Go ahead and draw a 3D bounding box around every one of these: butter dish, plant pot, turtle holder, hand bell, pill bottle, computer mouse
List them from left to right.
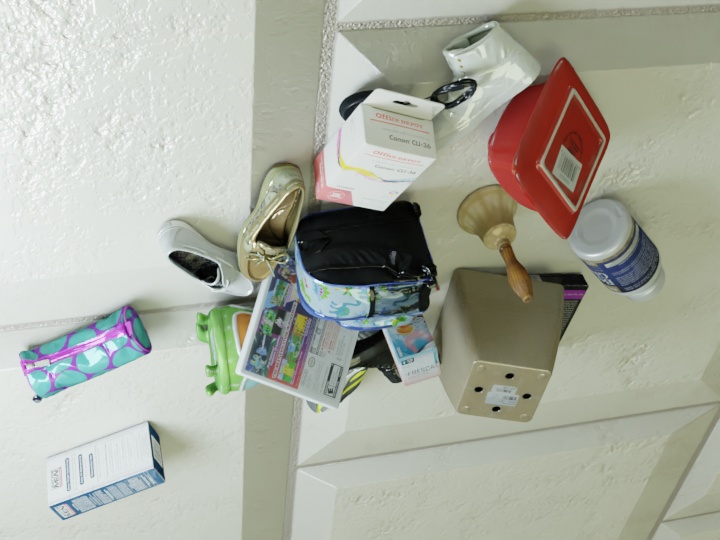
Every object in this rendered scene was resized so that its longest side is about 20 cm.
[{"bbox_3d":[-0.192,0.137,1.645,0.130,0.142,0.187,-9,135,-13],"label":"turtle holder"},{"bbox_3d":[0.064,-0.239,1.395,0.197,0.034,0.059,-8,148,16],"label":"computer mouse"},{"bbox_3d":[0.237,0.142,1.742,0.197,0.178,0.202,8,132,-6],"label":"plant pot"},{"bbox_3d":[0.229,-0.029,1.582,0.103,0.201,0.105,-10,137,-10],"label":"hand bell"},{"bbox_3d":[0.252,-0.179,1.489,0.200,0.147,0.201,42,68,-45],"label":"butter dish"},{"bbox_3d":[0.442,-0.026,1.727,0.111,0.112,0.200,-35,135,17],"label":"pill bottle"}]

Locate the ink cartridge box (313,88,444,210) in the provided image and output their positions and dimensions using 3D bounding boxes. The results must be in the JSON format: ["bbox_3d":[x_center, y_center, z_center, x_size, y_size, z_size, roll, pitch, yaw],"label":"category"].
[{"bbox_3d":[0.027,-0.165,1.421,0.115,0.068,0.200,8,152,-26],"label":"ink cartridge box"}]

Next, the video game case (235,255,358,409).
[{"bbox_3d":[-0.088,0.095,1.601,0.181,0.202,0.023,24,163,-26],"label":"video game case"}]

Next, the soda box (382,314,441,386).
[{"bbox_3d":[0.066,0.083,1.609,0.063,0.201,0.069,-17,133,-4],"label":"soda box"}]

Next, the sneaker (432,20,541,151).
[{"bbox_3d":[0.138,-0.262,1.417,0.199,0.074,0.115,-38,120,24],"label":"sneaker"}]

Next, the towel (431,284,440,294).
[{"bbox_3d":[0.023,0.025,1.697,0.198,0.023,0.145,-25,135,3],"label":"towel"}]

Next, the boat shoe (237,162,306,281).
[{"bbox_3d":[-0.131,-0.060,1.503,0.072,0.063,0.202,3,124,-27],"label":"boat shoe"}]

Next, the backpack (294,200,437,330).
[{"bbox_3d":[0.000,0.000,1.543,0.197,0.184,0.148,-3,135,-9],"label":"backpack"}]

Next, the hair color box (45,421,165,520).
[{"bbox_3d":[-0.452,0.355,1.805,0.198,0.101,0.061,-20,139,1],"label":"hair color box"}]

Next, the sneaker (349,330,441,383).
[{"bbox_3d":[0.048,0.151,1.718,0.199,0.060,0.105,-29,112,-34],"label":"sneaker"}]

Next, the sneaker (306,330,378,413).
[{"bbox_3d":[-0.021,0.165,1.801,0.200,0.075,0.084,-49,162,16],"label":"sneaker"}]

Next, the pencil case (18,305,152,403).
[{"bbox_3d":[-0.430,0.129,1.591,0.198,0.086,0.092,-24,166,4],"label":"pencil case"}]

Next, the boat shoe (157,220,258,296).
[{"bbox_3d":[-0.225,-0.003,1.541,0.072,0.069,0.200,-32,136,14],"label":"boat shoe"}]

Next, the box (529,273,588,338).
[{"bbox_3d":[0.313,0.088,1.855,0.141,0.036,0.201,0,133,-19],"label":"box"}]
